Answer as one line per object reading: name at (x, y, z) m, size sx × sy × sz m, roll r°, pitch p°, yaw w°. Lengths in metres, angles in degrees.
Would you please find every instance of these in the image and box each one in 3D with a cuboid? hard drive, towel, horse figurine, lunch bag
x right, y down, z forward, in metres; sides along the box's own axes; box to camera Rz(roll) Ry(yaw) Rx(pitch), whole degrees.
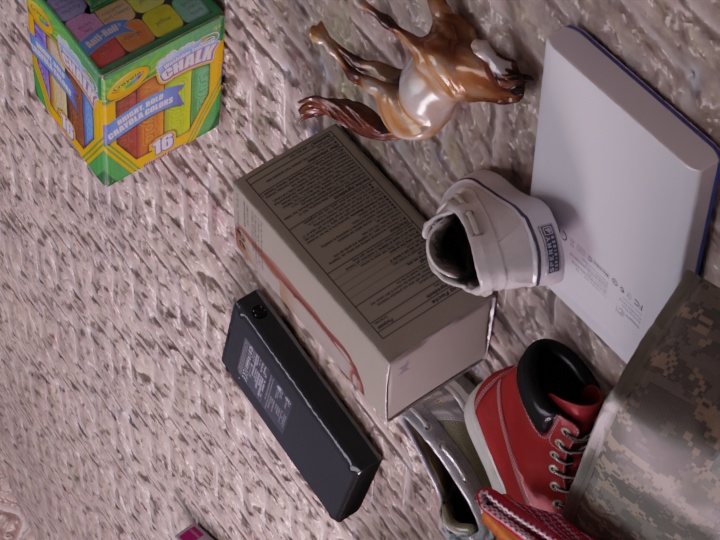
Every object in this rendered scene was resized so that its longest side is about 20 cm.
hard drive at (0.154, -0.035, 1.152) m, size 0.132 × 0.025 × 0.201 m, roll 47°, pitch 154°, yaw 31°
towel at (0.149, 0.179, 1.129) m, size 0.144 × 0.023 × 0.200 m, roll 34°, pitch 180°, yaw 21°
horse figurine at (0.030, -0.133, 1.251) m, size 0.132 × 0.050 × 0.200 m, roll 43°, pitch 149°, yaw -3°
lunch bag at (0.208, 0.122, 1.061) m, size 0.163 × 0.118 × 0.201 m, roll 31°, pitch 148°, yaw 12°
hard drive at (-0.058, 0.130, 1.787) m, size 0.200 × 0.033 × 0.140 m, roll 54°, pitch 156°, yaw 17°

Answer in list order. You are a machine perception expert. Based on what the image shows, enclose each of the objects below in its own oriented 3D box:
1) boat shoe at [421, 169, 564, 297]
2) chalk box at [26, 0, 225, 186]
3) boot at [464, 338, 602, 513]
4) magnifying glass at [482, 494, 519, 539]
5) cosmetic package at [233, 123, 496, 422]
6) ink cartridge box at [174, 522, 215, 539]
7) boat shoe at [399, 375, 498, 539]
boat shoe at (0.073, -0.018, 1.243) m, size 0.200 × 0.065 × 0.073 m, roll -139°, pitch 37°, yaw -72°
chalk box at (-0.194, -0.192, 1.572) m, size 0.124 × 0.124 × 0.200 m, roll 51°, pitch 157°, yaw 22°
boot at (0.150, 0.151, 1.322) m, size 0.201 × 0.072 × 0.144 m, roll 64°, pitch 156°, yaw 9°
magnifying glass at (0.151, 0.222, 1.262) m, size 0.200 × 0.080 × 0.022 m, roll 45°, pitch -175°, yaw 37°
cosmetic package at (0.000, 0.000, 1.422) m, size 0.200 × 0.103 × 0.088 m, roll 50°, pitch 157°, yaw 28°
ink cartridge box at (-0.163, 0.420, 2.348) m, size 0.119 × 0.042 × 0.201 m, roll 31°, pitch 145°, yaw 50°
boat shoe at (0.079, 0.175, 1.508) m, size 0.074 × 0.065 × 0.203 m, roll 32°, pitch 145°, yaw 49°
